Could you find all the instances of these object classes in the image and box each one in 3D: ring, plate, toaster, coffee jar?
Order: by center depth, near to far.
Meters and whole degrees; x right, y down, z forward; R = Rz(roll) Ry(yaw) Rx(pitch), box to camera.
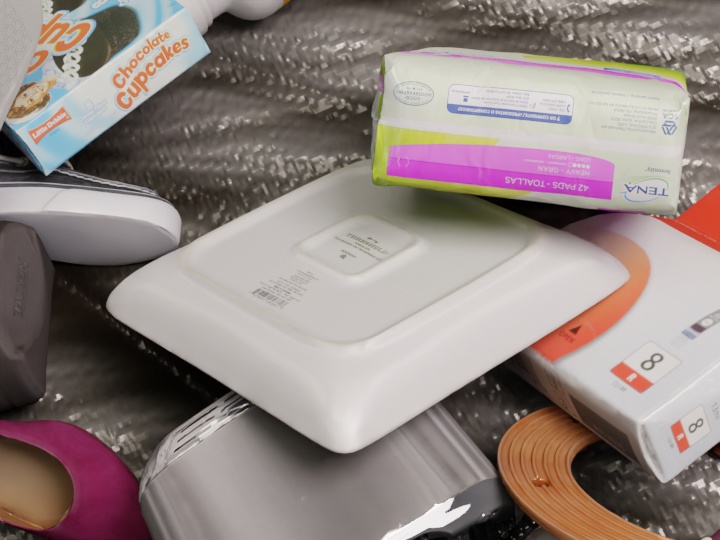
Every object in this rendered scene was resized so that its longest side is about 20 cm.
[{"bbox_3d":[0.162,0.109,0.766,0.199,0.200,0.019,11,108,13],"label":"ring"},{"bbox_3d":[-0.013,0.118,0.804,0.199,0.114,0.129,-33,62,-9],"label":"toaster"},{"bbox_3d":[0.000,0.000,0.822,0.199,0.033,0.199,-28,37,-32],"label":"plate"},{"bbox_3d":[-0.269,0.033,0.894,0.198,0.086,0.105,-6,56,6],"label":"coffee jar"}]

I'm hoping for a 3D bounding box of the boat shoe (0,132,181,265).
[{"bbox_3d":[-0.195,-0.048,0.935,0.199,0.072,0.068,3,66,17],"label":"boat shoe"}]

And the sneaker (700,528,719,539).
[{"bbox_3d":[0.163,0.170,0.783,0.198,0.075,0.091,-3,56,-1],"label":"sneaker"}]

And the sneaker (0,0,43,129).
[{"bbox_3d":[-0.246,-0.073,0.874,0.099,0.071,0.201,19,80,52],"label":"sneaker"}]

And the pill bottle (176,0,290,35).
[{"bbox_3d":[-0.050,-0.221,0.975,0.200,0.104,0.104,-39,66,-10],"label":"pill bottle"}]

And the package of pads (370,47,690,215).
[{"bbox_3d":[0.090,-0.076,0.841,0.153,0.200,0.069,7,100,10],"label":"package of pads"}]

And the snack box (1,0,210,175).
[{"bbox_3d":[-0.183,-0.138,0.949,0.116,0.037,0.200,-39,41,-11],"label":"snack box"}]

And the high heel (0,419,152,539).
[{"bbox_3d":[-0.195,0.107,0.812,0.199,0.096,0.068,27,111,-9],"label":"high heel"}]

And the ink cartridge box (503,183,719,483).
[{"bbox_3d":[0.175,0.002,0.824,0.200,0.050,0.162,-39,33,-9],"label":"ink cartridge box"}]
